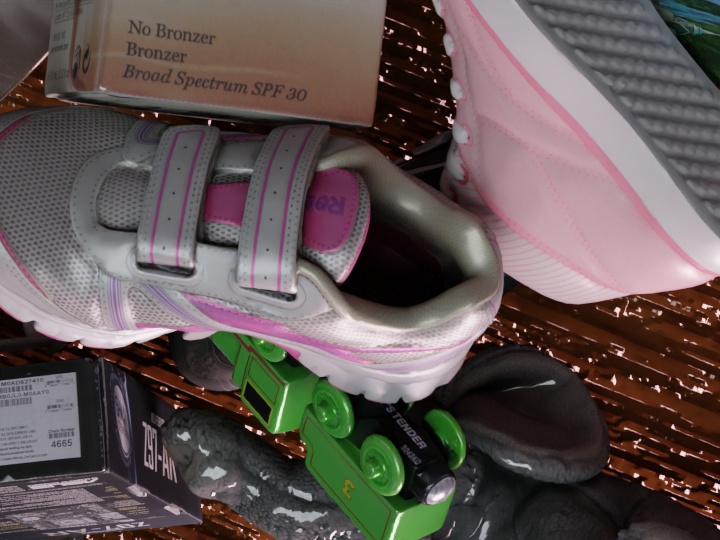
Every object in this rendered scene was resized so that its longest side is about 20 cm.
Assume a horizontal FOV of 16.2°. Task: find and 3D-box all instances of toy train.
[{"bbox_3d":[-0.031,0.024,0.937,0.200,0.042,0.057,48,140,31],"label":"toy train"}]

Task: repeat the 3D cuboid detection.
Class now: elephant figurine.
[{"bbox_3d":[0.048,0.096,0.990,0.200,0.155,0.142,40,83,23],"label":"elephant figurine"}]

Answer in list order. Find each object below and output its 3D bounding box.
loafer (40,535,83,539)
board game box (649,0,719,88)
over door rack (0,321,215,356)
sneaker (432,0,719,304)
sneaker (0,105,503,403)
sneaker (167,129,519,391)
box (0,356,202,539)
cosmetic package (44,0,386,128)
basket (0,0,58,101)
[{"bbox_3d":[-0.222,0.112,1.089,0.199,0.070,0.076,-3,113,15],"label":"loafer"},{"bbox_3d":[0.117,-0.153,0.818,0.199,0.041,0.201,17,132,33],"label":"board game box"},{"bbox_3d":[-0.153,0.004,0.930,0.147,0.200,0.067,-7,89,-26],"label":"over door rack"},{"bbox_3d":[0.049,-0.070,0.857,0.104,0.075,0.200,-22,109,45],"label":"sneaker"},{"bbox_3d":[-0.038,-0.016,0.833,0.199,0.082,0.088,11,159,-21],"label":"sneaker"},{"bbox_3d":[0.000,0.000,0.971,0.200,0.091,0.067,-26,104,23],"label":"sneaker"},{"bbox_3d":[-0.174,0.078,0.973,0.199,0.160,0.044,-7,77,8],"label":"box"},{"bbox_3d":[-0.042,-0.152,0.857,0.103,0.087,0.201,5,91,-19],"label":"cosmetic package"},{"bbox_3d":[-0.175,-0.164,0.920,0.200,0.136,0.180,42,86,-13],"label":"basket"}]
